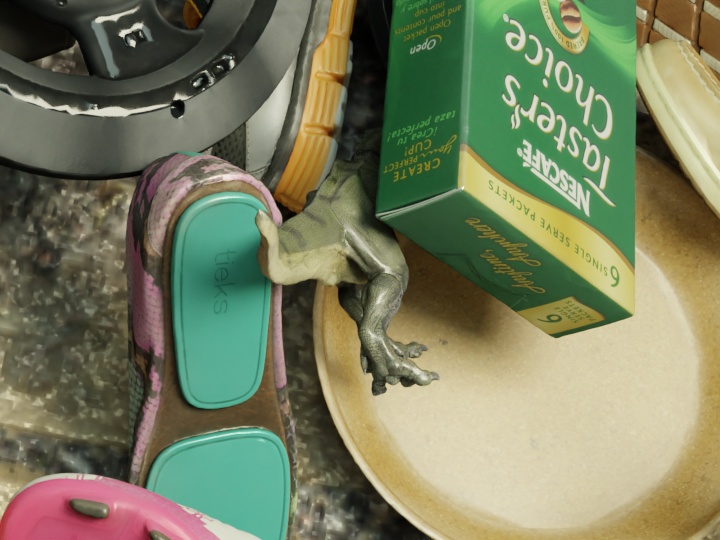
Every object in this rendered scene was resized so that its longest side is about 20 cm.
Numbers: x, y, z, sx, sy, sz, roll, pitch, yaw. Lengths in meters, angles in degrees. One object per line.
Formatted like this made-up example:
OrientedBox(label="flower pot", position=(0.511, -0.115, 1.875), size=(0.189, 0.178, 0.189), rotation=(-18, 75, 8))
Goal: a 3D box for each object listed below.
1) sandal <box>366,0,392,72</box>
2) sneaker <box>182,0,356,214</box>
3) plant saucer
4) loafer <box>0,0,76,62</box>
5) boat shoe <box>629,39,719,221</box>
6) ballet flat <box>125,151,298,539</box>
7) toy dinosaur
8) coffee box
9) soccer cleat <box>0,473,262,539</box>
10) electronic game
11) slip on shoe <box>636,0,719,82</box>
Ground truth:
OrientedBox(label="sandal", position=(0.049, -0.155, 0.931), size=(0.075, 0.045, 0.200), rotation=(38, 55, -42))
OrientedBox(label="sneaker", position=(-0.037, -0.124, 0.900), size=(0.077, 0.078, 0.200), rotation=(9, 67, -1))
OrientedBox(label="plant saucer", position=(0.075, 0.034, 0.885), size=(0.200, 0.035, 0.200), rotation=(5, 68, -11))
OrientedBox(label="loafer", position=(-0.144, -0.113, 0.852), size=(0.072, 0.073, 0.200), rotation=(29, 55, 8))
OrientedBox(label="boat shoe", position=(0.193, -0.028, 0.902), size=(0.063, 0.073, 0.200), rotation=(-42, 89, 17))
OrientedBox(label="ballet flat", position=(-0.063, 0.050, 0.815), size=(0.069, 0.071, 0.200), rotation=(-6, 109, -21))
OrientedBox(label="toy dinosaur", position=(0.000, 0.000, 0.802), size=(0.047, 0.200, 0.088), rotation=(-18, 98, 19))
OrientedBox(label="coffee box", position=(0.064, -0.086, 0.850), size=(0.123, 0.044, 0.200), rotation=(35, 50, -42))
OrientedBox(label="soccer cleat", position=(-0.040, 0.133, 0.779), size=(0.200, 0.086, 0.070), rotation=(30, 99, -4))
OrientedBox(label="electronic game", position=(-0.111, -0.132, 0.820), size=(0.200, 0.042, 0.200), rotation=(6, 74, -22))
OrientedBox(label="slip on shoe", position=(0.187, -0.103, 0.955), size=(0.200, 0.076, 0.061), rotation=(38, 26, 11))
